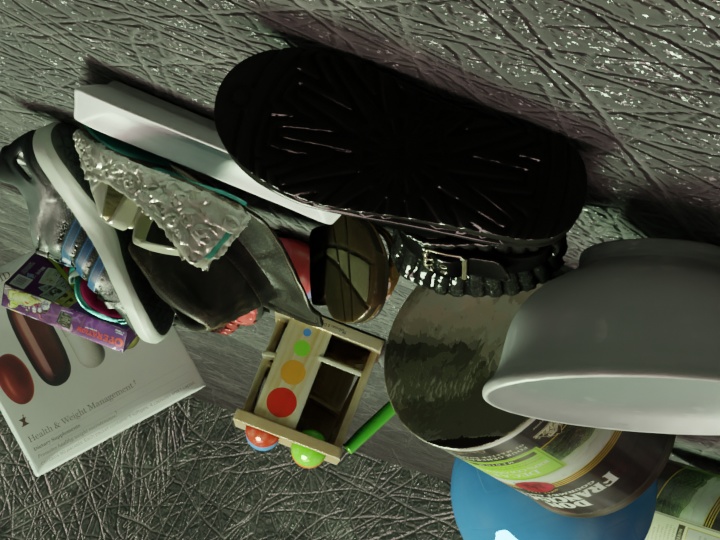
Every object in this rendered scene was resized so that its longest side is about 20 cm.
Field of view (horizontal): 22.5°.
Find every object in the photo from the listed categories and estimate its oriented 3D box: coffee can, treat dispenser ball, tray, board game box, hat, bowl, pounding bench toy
[{"bbox_3d":[0.129,0.088,1.341,0.146,0.147,0.200,14,168,37],"label":"coffee can"},{"bbox_3d":[0.187,0.212,1.762,0.200,0.201,0.201,21,171,3],"label":"treat dispenser ball"},{"bbox_3d":[0.379,0.290,1.904,0.200,0.147,0.146,14,169,39],"label":"coffee can"},{"bbox_3d":[-0.101,-0.084,1.249,0.199,0.022,0.107,22,172,-6],"label":"tray"},{"bbox_3d":[-0.231,-0.001,1.654,0.120,0.032,0.200,17,-151,9],"label":"board game box"},{"bbox_3d":[-0.125,-0.002,1.403,0.200,0.081,0.201,41,163,15],"label":"hat"},{"bbox_3d":[0.171,0.036,1.044,0.200,0.091,0.201,4,167,1],"label":"bowl"},{"bbox_3d":[-0.026,0.148,2.014,0.199,0.156,0.124,21,171,1],"label":"pounding bench toy"}]

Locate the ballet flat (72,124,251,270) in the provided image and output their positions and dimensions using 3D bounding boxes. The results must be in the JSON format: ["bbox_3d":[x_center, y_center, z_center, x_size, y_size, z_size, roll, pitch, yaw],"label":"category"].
[{"bbox_3d":[-0.157,-0.053,1.305,0.072,0.072,0.200,29,180,-42],"label":"ballet flat"}]

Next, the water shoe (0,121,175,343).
[{"bbox_3d":[-0.218,-0.027,1.459,0.079,0.072,0.200,-16,111,27],"label":"water shoe"}]

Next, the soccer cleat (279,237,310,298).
[{"bbox_3d":[-0.085,0.004,1.609,0.076,0.067,0.200,20,170,-23],"label":"soccer cleat"}]

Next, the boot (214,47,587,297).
[{"bbox_3d":[0.021,-0.046,1.010,0.210,0.080,0.158,20,171,2],"label":"boot"}]

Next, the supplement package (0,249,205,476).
[{"bbox_3d":[-0.290,0.076,1.837,0.200,0.191,0.147,61,168,1],"label":"supplement package"}]

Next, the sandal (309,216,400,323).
[{"bbox_3d":[0.000,0.000,1.355,0.054,0.082,0.200,2,177,-11],"label":"sandal"}]

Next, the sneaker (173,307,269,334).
[{"bbox_3d":[-0.153,0.025,1.793,0.098,0.071,0.200,1,174,-14],"label":"sneaker"}]

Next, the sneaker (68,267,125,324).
[{"bbox_3d":[-0.205,-0.015,1.579,0.083,0.121,0.200,23,171,-11],"label":"sneaker"}]
